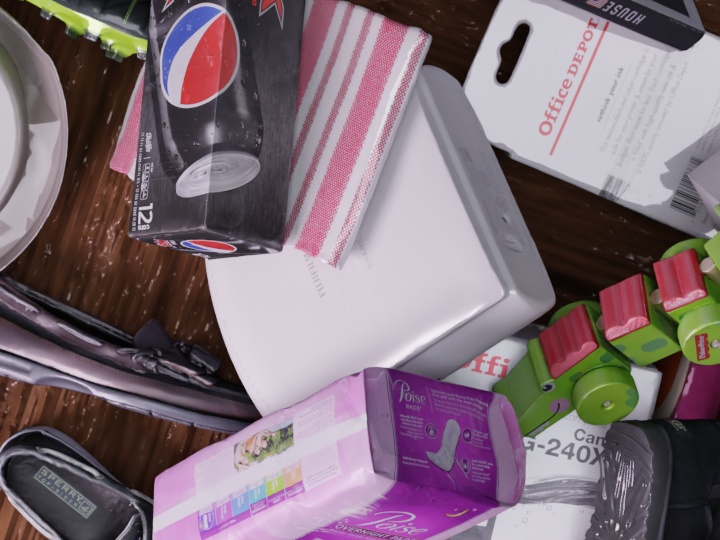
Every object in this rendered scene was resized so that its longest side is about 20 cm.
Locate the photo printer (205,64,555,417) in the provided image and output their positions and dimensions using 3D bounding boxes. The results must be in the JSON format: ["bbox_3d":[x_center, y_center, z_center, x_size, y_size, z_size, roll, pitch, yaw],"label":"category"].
[{"bbox_3d":[0.000,0.000,1.604,0.200,0.069,0.167,-34,66,28],"label":"photo printer"}]

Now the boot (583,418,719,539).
[{"bbox_3d":[0.229,0.157,1.623,0.200,0.066,0.165,-3,117,-32],"label":"boot"}]

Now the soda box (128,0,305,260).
[{"bbox_3d":[-0.079,-0.111,1.564,0.063,0.071,0.200,-5,76,40],"label":"soda box"}]

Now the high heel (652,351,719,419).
[{"bbox_3d":[0.216,0.116,1.679,0.096,0.067,0.200,14,101,-10],"label":"high heel"}]

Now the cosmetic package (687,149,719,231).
[{"bbox_3d":[0.271,-0.006,1.622,0.083,0.051,0.200,-38,128,-5],"label":"cosmetic package"}]

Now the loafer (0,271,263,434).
[{"bbox_3d":[-0.146,0.049,1.654,0.200,0.072,0.063,15,90,0],"label":"loafer"}]

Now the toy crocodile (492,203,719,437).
[{"bbox_3d":[0.154,0.031,1.556,0.200,0.068,0.062,-32,135,25],"label":"toy crocodile"}]

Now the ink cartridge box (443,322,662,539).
[{"bbox_3d":[0.087,0.133,1.660,0.145,0.083,0.200,13,94,-3],"label":"ink cartridge box"}]

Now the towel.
[{"bbox_3d":[-0.053,-0.097,1.606,0.200,0.030,0.146,24,94,38],"label":"towel"}]

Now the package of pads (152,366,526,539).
[{"bbox_3d":[-0.014,0.125,1.564,0.120,0.200,0.076,14,59,-39],"label":"package of pads"}]

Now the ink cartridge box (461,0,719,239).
[{"bbox_3d":[0.162,-0.100,1.652,0.200,0.067,0.116,23,94,-4],"label":"ink cartridge box"}]

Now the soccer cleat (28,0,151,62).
[{"bbox_3d":[-0.172,-0.185,1.622,0.200,0.068,0.081,28,87,10],"label":"soccer cleat"}]

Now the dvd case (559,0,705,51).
[{"bbox_3d":[0.107,-0.213,1.565,0.025,0.200,0.150,-38,54,32],"label":"dvd case"}]

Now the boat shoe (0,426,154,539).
[{"bbox_3d":[-0.136,0.165,1.662,0.199,0.068,0.074,42,92,-5],"label":"boat shoe"}]

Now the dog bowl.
[{"bbox_3d":[-0.271,-0.083,1.640,0.200,0.059,0.200,0,94,-1],"label":"dog bowl"}]
